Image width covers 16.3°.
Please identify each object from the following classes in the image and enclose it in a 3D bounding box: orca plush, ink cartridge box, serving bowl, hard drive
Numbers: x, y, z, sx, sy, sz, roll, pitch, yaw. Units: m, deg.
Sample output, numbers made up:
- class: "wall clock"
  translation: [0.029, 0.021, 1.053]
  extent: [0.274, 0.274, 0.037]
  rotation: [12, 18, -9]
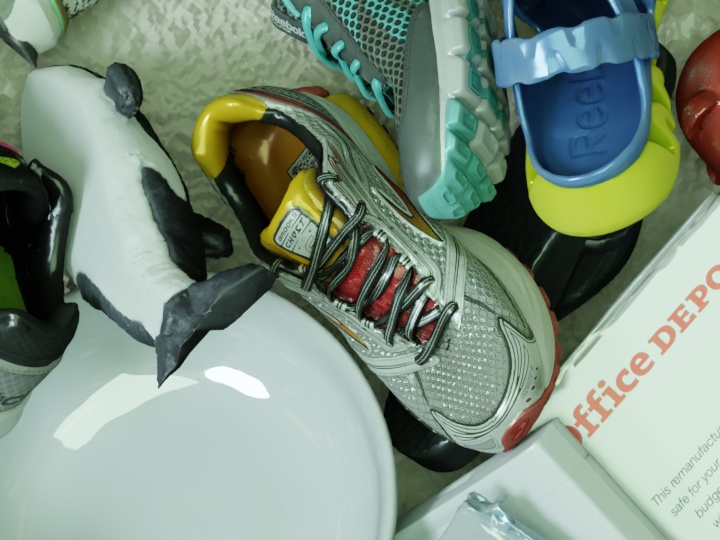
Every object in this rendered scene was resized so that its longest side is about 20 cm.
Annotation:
- class: "orca plush"
  translation: [-0.076, -0.024, 1.018]
  extent: [0.071, 0.200, 0.106]
  rotation: [7, 103, -31]
- class: "ink cartridge box"
  translation: [0.173, 0.084, 1.037]
  extent: [0.200, 0.084, 0.145]
  rotation: [42, 92, 2]
- class: "serving bowl"
  translation: [-0.078, 0.104, 1.041]
  extent: [0.198, 0.066, 0.202]
  rotation: [-4, 68, 9]
- class: "hard drive"
  translation: [0.103, 0.162, 1.018]
  extent: [0.200, 0.132, 0.027]
  rotation: [48, 47, -4]

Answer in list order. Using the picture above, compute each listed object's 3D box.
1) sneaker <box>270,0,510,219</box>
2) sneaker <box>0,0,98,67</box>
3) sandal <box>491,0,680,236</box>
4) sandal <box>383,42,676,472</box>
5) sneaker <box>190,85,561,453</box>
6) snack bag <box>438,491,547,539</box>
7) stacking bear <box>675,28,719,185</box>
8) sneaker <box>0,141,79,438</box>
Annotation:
- class: "sneaker"
  translation: [0.008, -0.102, 1.032]
  extent: [0.091, 0.078, 0.201]
  rotation: [-15, 55, 13]
- class: "sneaker"
  translation: [-0.155, -0.190, 1.067]
  extent: [0.088, 0.077, 0.201]
  rotation: [-28, 94, -12]
- class: "sandal"
  translation: [0.085, -0.117, 1.010]
  extent: [0.079, 0.087, 0.201]
  rotation: [-16, 53, 13]
- class: "sandal"
  translation: [0.076, -0.005, 1.057]
  extent: [0.048, 0.075, 0.201]
  rotation: [30, 90, -35]
- class: "sneaker"
  translation: [0.000, 0.000, 1.008]
  extent: [0.200, 0.082, 0.078]
  rotation: [45, 112, 30]
- class: "snack bag"
  translation: [0.078, 0.202, 1.013]
  extent: [0.188, 0.021, 0.200]
  rotation: [35, 130, 3]
- class: "stacking bear"
  translation: [0.215, -0.109, 1.026]
  extent: [0.200, 0.121, 0.114]
  rotation: [-42, 69, 1]
- class: "sneaker"
  translation: [-0.161, -0.036, 1.013]
  extent: [0.087, 0.073, 0.201]
  rotation: [-32, 70, 42]
